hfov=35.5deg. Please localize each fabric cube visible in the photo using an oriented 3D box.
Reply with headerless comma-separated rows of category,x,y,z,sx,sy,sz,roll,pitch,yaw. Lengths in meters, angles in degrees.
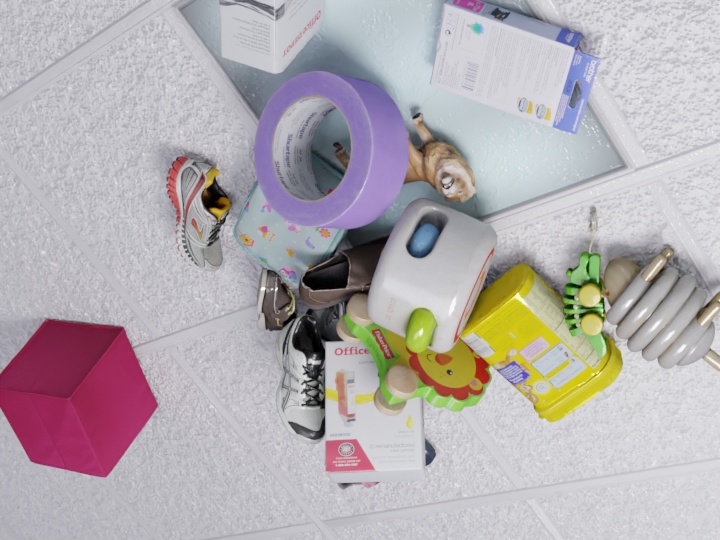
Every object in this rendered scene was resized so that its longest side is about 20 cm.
fabric cube,-0.532,0.235,2.104,0.198,0.197,0.201,5,131,27

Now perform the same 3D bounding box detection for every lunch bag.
lunch bag,-0.091,-0.077,1.659,0.159,0.077,0.200,32,137,-2

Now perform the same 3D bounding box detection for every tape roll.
tape roll,-0.040,-0.156,1.476,0.198,0.085,0.203,1,91,36

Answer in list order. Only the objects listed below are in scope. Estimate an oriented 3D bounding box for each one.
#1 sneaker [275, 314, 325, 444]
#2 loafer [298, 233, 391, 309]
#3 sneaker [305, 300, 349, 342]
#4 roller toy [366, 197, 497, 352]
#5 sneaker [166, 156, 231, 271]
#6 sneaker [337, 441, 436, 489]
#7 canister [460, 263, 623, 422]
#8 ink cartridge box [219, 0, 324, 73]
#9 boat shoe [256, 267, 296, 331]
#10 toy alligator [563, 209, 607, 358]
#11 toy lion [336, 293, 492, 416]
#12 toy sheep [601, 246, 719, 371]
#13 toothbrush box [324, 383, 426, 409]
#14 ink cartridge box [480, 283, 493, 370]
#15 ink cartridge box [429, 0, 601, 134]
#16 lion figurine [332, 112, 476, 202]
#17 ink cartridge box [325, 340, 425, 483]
sneaker,-0.086,0.162,1.721,0.075,0.202,0.088,1,152,-28
loafer,0.000,0.000,1.619,0.198,0.074,0.071,-26,162,4
sneaker,-0.042,0.072,1.752,0.114,0.075,0.201,17,149,24
roller toy,0.091,0.003,1.510,0.139,0.200,0.184,24,100,10
sneaker,-0.241,-0.079,1.742,0.081,0.078,0.202,10,133,20
sneaker,0.043,0.344,1.958,0.199,0.082,0.070,-19,117,39
canister,0.250,0.102,1.588,0.200,0.087,0.148,42,118,-17
ink cartridge box,-0.104,-0.365,1.356,0.083,0.146,0.201,18,135,14
boat shoe,-0.130,0.050,1.769,0.059,0.073,0.200,9,158,1
toy alligator,0.297,0.020,1.506,0.054,0.059,0.202,-3,103,17
toy lion,0.088,0.116,1.618,0.201,0.190,0.069,60,145,27
toy sheep,0.398,0.058,1.467,0.200,0.138,0.138,43,139,14
toothbrush box,-0.008,0.203,1.820,0.198,0.086,0.147,6,158,23
ink cartridge box,0.126,0.068,1.693,0.198,0.047,0.199,-7,124,31
ink cartridge box,0.188,-0.251,1.371,0.198,0.042,0.120,23,136,13
lion figurine,0.060,-0.141,1.530,0.199,0.073,0.123,-1,133,44
ink cartridge box,0.021,0.206,1.669,0.143,0.202,0.084,-4,158,7
